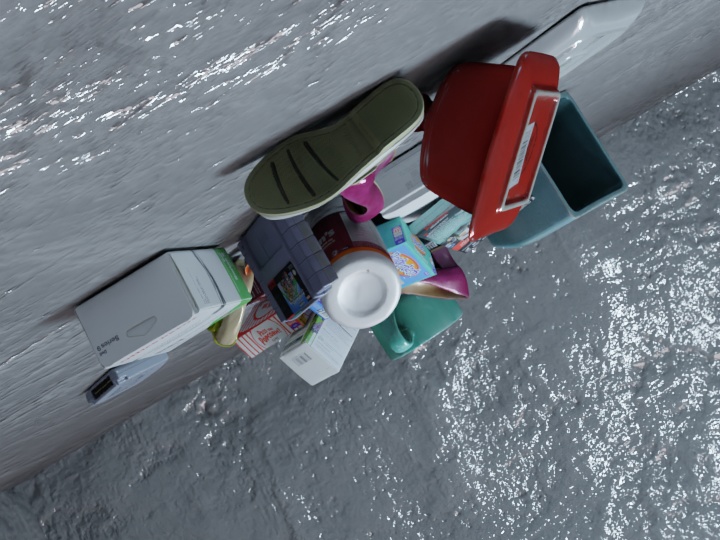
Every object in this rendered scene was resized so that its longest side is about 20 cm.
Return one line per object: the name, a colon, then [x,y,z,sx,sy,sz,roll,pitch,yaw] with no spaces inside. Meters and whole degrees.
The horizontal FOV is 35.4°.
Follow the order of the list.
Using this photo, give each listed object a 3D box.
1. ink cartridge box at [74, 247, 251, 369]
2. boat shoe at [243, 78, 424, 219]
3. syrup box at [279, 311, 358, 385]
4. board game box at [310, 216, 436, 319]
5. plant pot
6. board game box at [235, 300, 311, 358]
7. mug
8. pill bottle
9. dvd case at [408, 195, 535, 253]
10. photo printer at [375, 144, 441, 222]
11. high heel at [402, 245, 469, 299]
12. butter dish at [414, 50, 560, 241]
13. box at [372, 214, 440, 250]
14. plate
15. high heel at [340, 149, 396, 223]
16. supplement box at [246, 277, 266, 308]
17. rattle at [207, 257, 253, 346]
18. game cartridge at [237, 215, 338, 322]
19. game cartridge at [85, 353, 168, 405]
ink cartridge box: [-0.238,0.042,1.394,0.144,0.085,0.200,-30,176,11]
boat shoe: [-0.022,-0.111,1.116,0.198,0.076,0.068,-30,171,-1]
syrup box: [-0.049,0.082,1.864,0.078,0.081,0.202,-31,-155,45]
board game box: [0.000,0.000,1.703,0.197,0.046,0.152,-22,154,13]
plant pot: [0.285,-0.147,1.888,0.194,0.198,0.199,-25,171,-46]
board game box: [-0.119,0.040,1.910,0.151,0.046,0.201,-33,-158,40]
mug: [0.086,0.064,1.921,0.151,0.116,0.185,-33,180,-8]
pill bottle: [-0.018,-0.016,1.517,0.108,0.110,0.201,-29,-150,2]
dvd case: [0.172,-0.088,1.711,0.145,0.022,0.199,-39,158,19]
photo printer: [0.101,-0.135,1.670,0.165,0.070,0.200,-31,173,10]
high heel: [0.086,0.037,1.826,0.198,0.097,0.067,-27,175,-20]
butter dish: [0.121,-0.152,1.230,0.199,0.146,0.204,-20,129,-68]
box: [0.081,-0.081,1.873,0.196,0.125,0.200,-31,174,5]
plate: [0.247,-0.268,1.401,0.199,0.033,0.198,-34,174,39]
high heel: [-0.014,-0.092,1.393,0.096,0.068,0.200,-38,175,-22]
supplement box: [-0.113,-0.014,1.775,0.199,0.062,0.108,-33,174,34]
rattle: [-0.214,0.014,1.630,0.131,0.141,0.201,-65,-178,-35]
game cartridge: [-0.097,-0.010,1.437,0.038,0.131,0.200,-24,174,-23]
game cartridge: [-0.459,0.207,2.240,0.132,0.041,0.199,-22,173,-36]
